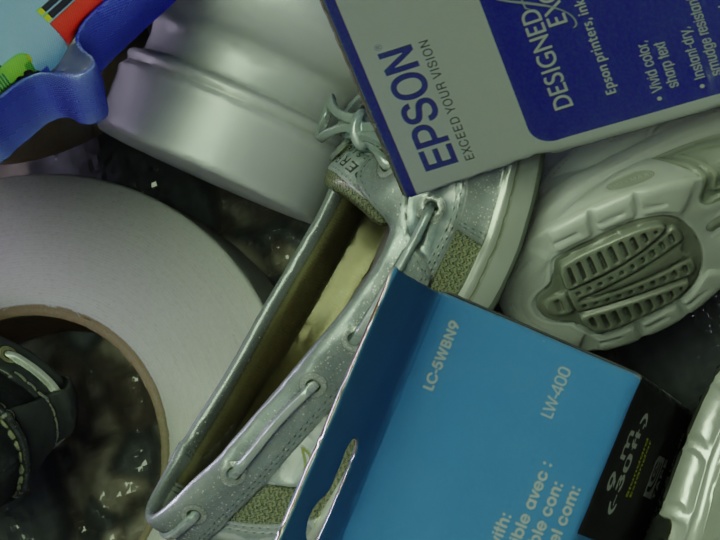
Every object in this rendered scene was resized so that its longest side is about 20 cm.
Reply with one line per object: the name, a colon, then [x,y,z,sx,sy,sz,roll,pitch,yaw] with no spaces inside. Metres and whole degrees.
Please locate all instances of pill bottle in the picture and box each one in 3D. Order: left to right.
pill bottle: [-0.010,-0.122,0.951,0.112,0.112,0.200,23,87,21]

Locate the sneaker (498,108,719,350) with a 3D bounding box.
sneaker: [0.127,-0.055,0.914,0.199,0.078,0.100,-19,47,2]

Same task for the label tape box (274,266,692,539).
label tape box: [0.034,0.090,0.848,0.063,0.200,0.145,22,88,18]

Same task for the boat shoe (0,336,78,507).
boat shoe: [-0.186,0.029,0.980,0.200,0.072,0.068,21,49,28]

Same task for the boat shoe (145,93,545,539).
boat shoe: [-0.001,0.000,0.892,0.202,0.065,0.074,-66,23,12]

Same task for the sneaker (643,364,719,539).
sneaker: [0.122,0.096,0.864,0.080,0.074,0.200,17,63,27]

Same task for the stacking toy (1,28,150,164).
stacking toy: [-0.142,-0.139,1.026,0.085,0.085,0.200,-28,65,12]

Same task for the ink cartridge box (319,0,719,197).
ink cartridge box: [0.075,-0.130,0.785,0.199,0.198,0.047,-14,38,12]

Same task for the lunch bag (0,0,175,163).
lunch bag: [-0.150,-0.094,0.886,0.200,0.094,0.151,27,55,30]

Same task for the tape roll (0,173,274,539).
tape roll: [-0.107,0.067,0.989,0.202,0.037,0.203,-4,78,18]
